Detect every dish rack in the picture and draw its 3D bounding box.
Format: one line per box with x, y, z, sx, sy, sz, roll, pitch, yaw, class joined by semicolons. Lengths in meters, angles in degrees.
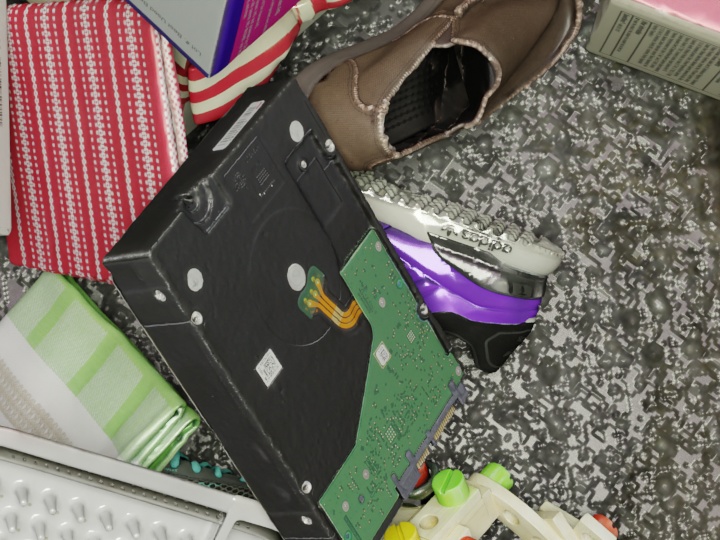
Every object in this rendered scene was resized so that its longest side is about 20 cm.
-0.139;0.163;0.967;0.200;0.044;0.172;19;106;-22;dish rack

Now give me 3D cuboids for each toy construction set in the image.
0.049;0.163;1.007;0.200;0.131;0.092;-29;122;-38;toy construction set

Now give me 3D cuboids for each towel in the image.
-0.192;0.106;1.033;0.200;0.031;0.149;-49;55;1;towel
-0.140;-0.065;1.000;0.022;0.200;0.145;-15;104;-33;towel

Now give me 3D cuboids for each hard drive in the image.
-0.029;0.028;0.945;0.200;0.038;0.140;58;46;-26;hard drive

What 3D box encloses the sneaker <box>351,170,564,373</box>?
0.000;0.000;1.059;0.200;0.070;0.100;20;101;9;sneaker

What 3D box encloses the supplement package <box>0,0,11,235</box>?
-0.302;-0.089;0.996;0.200;0.151;0.152;-4;85;26;supplement package

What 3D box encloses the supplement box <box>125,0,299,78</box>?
-0.028;-0.200;0.882;0.101;0.103;0.200;43;67;7;supplement box

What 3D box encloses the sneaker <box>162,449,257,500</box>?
-0.100;0.124;1.048;0.200;0.078;0.091;-15;81;-2;sneaker

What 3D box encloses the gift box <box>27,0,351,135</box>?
-0.079;-0.188;1.024;0.187;0.200;0.185;44;74;8;gift box

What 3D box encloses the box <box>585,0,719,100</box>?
0.233;-0.143;1.035;0.200;0.128;0.109;20;85;2;box

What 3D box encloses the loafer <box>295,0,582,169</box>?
0.053;-0.101;1.021;0.200;0.071;0.073;-36;125;-31;loafer
